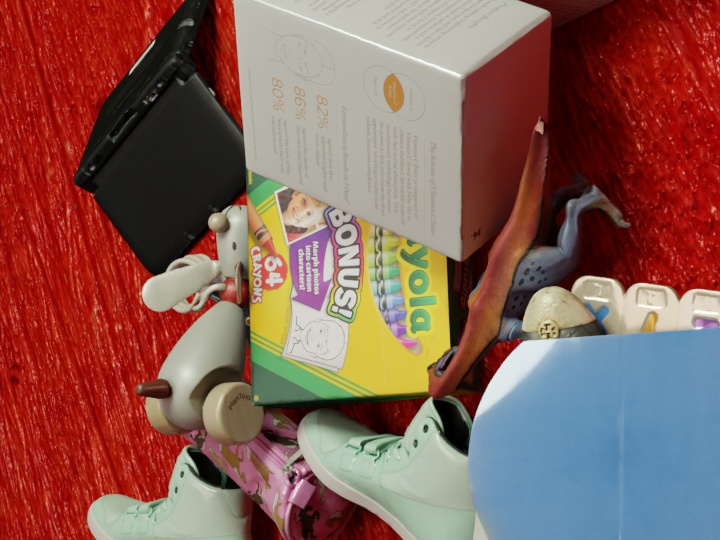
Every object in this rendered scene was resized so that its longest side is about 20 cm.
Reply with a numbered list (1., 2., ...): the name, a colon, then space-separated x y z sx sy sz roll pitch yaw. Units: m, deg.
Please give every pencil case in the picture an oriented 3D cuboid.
1. pencil case: -0.084 0.143 1.542 0.200 0.083 0.087 38 126 41

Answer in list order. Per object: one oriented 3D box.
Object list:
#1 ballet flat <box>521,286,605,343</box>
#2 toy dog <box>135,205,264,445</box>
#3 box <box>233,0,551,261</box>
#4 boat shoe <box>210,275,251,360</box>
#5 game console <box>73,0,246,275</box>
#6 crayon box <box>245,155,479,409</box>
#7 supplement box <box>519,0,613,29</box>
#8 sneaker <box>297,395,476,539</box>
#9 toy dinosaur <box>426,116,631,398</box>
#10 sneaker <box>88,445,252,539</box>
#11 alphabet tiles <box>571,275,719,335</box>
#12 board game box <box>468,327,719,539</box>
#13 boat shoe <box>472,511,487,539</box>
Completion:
1. ballet flat: 0.137 0.110 1.221 0.066 0.057 0.201 -10 86 33
2. toy dog: -0.131 0.043 1.493 0.132 0.096 0.201 -25 58 33
3. box: 0.022 -0.123 1.322 0.200 0.106 0.153 24 134 30
4. boat shoe: -0.077 0.051 1.573 0.200 0.071 0.091 15 94 50
5. game console: -0.170 -0.129 1.759 0.200 0.116 0.176 -43 24 40
6. crayon box: 0.000 0.000 1.447 0.172 0.058 0.201 -7 80 29
7. supplement box: 0.134 -0.239 1.315 0.200 0.103 0.102 -22 70 51
8. sneaker: 0.035 0.127 1.415 0.200 0.074 0.119 35 122 38
9. toy dinosaur: 0.096 0.005 1.307 0.181 0.200 0.105 -41 31 3
10. sneaker: -0.160 0.200 1.647 0.200 0.074 0.119 16 106 42
11. alphabet tiles: 0.185 0.106 1.231 0.199 0.015 0.197 7 95 35
12. board game box: 0.168 0.120 1.176 0.199 0.039 0.159 -5 69 21
13. boat shoe: 0.122 0.205 1.311 0.068 0.072 0.201 -1 76 35
